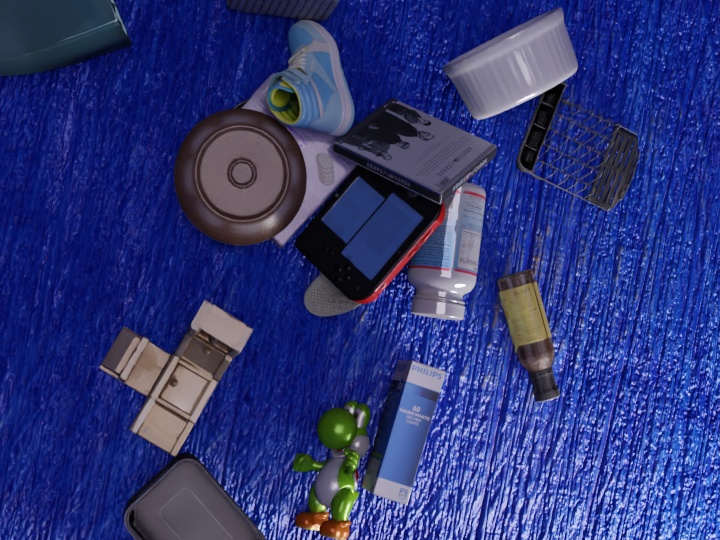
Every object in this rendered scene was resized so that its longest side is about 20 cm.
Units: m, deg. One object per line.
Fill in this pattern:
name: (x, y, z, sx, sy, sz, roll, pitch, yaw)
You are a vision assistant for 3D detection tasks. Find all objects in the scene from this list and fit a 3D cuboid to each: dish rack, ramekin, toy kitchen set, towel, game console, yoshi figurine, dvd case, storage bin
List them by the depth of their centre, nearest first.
toy kitchen set: (-0.277, 0.134, 1.628, 0.162, 0.180, 0.202, 31, 77, -6)
storage bin: (-0.235, 0.379, 1.666, 0.135, 0.094, 0.201, -41, 95, -11)
towel: (-0.111, -0.436, 1.686, 0.163, 0.200, 0.087, 6, 84, -11)
game console: (0.014, -0.067, 1.697, 0.200, 0.031, 0.177, -48, 58, 1)
yoshi figurine: (-0.043, 0.287, 1.703, 0.111, 0.112, 0.203, 16, 81, -3)
dvd case: (0.081, -0.181, 1.711, 0.198, 0.025, 0.150, 29, 49, 27)
ramekin: (0.233, -0.310, 1.748, 0.198, 0.200, 0.099, -29, 100, -11)
dish rack: (0.351, -0.192, 1.832, 0.198, 0.055, 0.155, 24, 83, -9)

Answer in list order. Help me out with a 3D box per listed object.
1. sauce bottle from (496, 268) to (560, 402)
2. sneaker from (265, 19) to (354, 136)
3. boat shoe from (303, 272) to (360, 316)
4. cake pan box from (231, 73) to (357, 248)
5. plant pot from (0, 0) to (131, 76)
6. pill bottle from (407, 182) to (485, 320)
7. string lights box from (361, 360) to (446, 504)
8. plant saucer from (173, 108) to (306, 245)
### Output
sauce bottle: (0.264, 0.102, 1.791, 0.064, 0.065, 0.203, -14, 88, -11)
sneaker: (-0.093, -0.293, 1.699, 0.129, 0.080, 0.202, -1, 58, -40)
boat shoe: (0.000, 0.000, 1.743, 0.199, 0.062, 0.075, -38, 100, 10)
cake pan box: (-0.130, -0.167, 1.742, 0.200, 0.052, 0.185, 42, 78, -6)
plant pot: (-0.453, -0.364, 1.653, 0.197, 0.141, 0.143, -24, 91, -4)
pill bottle: (0.128, -0.031, 1.751, 0.107, 0.109, 0.204, 9, 85, -10)
string lights box: (0.063, 0.239, 1.725, 0.058, 0.103, 0.203, 18, 84, -8)
plant saucer: (-0.174, -0.140, 1.690, 0.197, 0.037, 0.204, 1, 86, -9)
